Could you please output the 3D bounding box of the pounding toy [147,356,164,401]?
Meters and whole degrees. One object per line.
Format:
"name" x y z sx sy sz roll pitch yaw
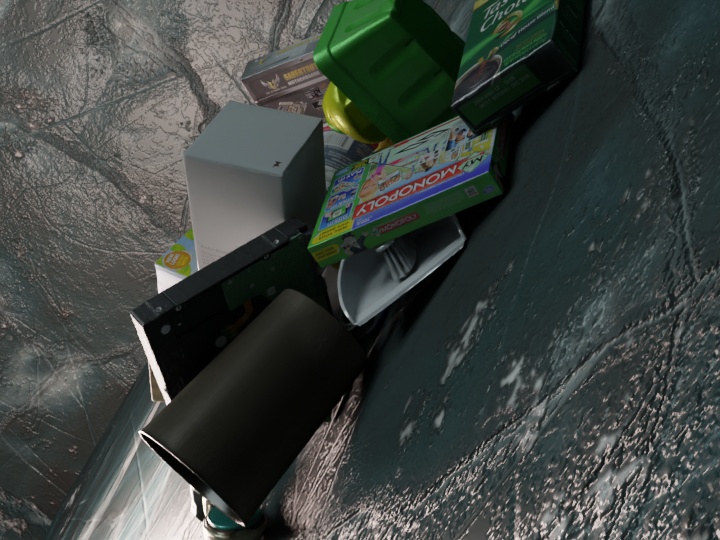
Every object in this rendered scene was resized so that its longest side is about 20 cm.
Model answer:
"pounding toy" -0.173 0.071 1.572 0.184 0.199 0.143 -86 -4 -65

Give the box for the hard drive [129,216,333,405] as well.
"hard drive" -0.125 0.049 1.186 0.200 0.140 0.038 -31 42 -20

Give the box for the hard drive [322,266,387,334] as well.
"hard drive" 0.000 0.000 1.291 0.132 0.025 0.200 -62 19 -7

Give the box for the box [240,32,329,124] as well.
"box" -0.040 -0.242 1.584 0.199 0.159 0.048 -16 36 27

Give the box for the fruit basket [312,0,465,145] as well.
"fruit basket" 0.024 -0.191 1.265 0.216 0.215 0.156 -51 15 38

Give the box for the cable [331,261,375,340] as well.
"cable" 0.006 -0.005 1.214 0.097 0.050 0.200 -36 38 14

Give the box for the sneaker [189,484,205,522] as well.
"sneaker" -0.170 0.228 1.418 0.200 0.074 0.085 -61 -13 -62

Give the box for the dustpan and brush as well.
"dustpan and brush" 0.026 -0.042 1.151 0.139 0.057 0.200 -38 19 13

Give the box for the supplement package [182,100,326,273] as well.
"supplement package" -0.109 -0.064 1.271 0.117 0.116 0.201 -59 -24 -46

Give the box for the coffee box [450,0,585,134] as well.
"coffee box" 0.154 -0.226 1.110 0.123 0.044 0.200 -30 28 35

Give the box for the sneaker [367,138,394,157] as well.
"sneaker" 0.051 -0.140 1.415 0.201 0.070 0.090 -66 -16 10

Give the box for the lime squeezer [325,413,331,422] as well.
"lime squeezer" -0.047 0.095 1.260 0.071 0.038 0.200 -44 23 -1

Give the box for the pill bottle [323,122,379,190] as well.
"pill bottle" -0.045 -0.083 1.475 0.120 0.119 0.200 -44 15 55

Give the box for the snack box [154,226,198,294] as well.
"snack box" -0.146 -0.016 1.539 0.200 0.168 0.068 -48 -29 -41

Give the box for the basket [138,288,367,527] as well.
"basket" -0.097 0.127 1.130 0.200 0.136 0.180 -48 6 -16

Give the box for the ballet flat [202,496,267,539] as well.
"ballet flat" -0.133 0.273 1.225 0.200 0.067 0.063 -156 66 -82

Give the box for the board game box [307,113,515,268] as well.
"board game box" 0.050 -0.085 1.114 0.199 0.029 0.135 -22 29 27
